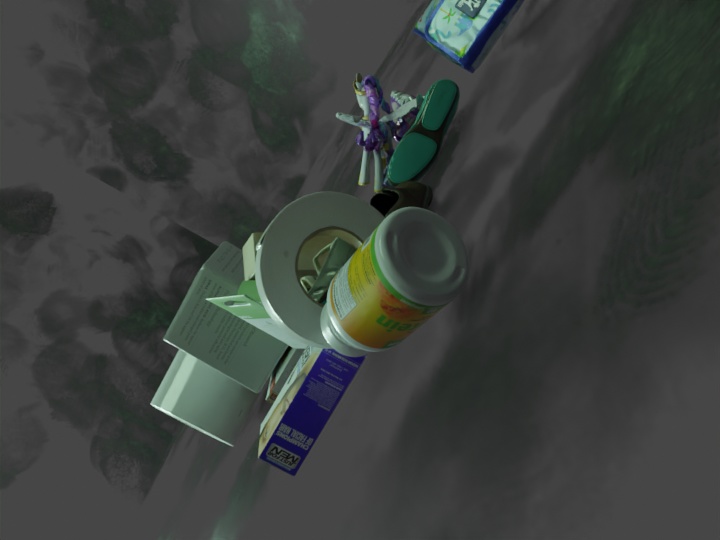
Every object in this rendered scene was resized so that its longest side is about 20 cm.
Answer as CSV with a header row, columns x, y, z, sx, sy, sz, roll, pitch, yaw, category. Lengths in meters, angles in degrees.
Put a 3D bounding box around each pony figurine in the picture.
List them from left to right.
x,y,z,sx,sy,sz,roll,pitch,yaw,category
0.030,-0.245,1.384,0.193,0.165,0.202,-140,40,-69,pony figurine

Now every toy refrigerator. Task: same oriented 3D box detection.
x,y,z,sx,sy,sz,roll,pitch,yaw,category
-0.086,-0.023,1.280,0.076,0.198,0.071,140,126,-63,toy refrigerator

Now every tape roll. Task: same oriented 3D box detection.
x,y,z,sx,sy,sz,roll,pitch,yaw,category
-0.327,0.268,1.672,0.140,0.201,0.203,-63,11,-16,tape roll
-0.038,-0.001,1.015,0.204,0.201,0.037,-64,11,-18,tape roll

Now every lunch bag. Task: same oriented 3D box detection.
x,y,z,sx,sy,sz,roll,pitch,yaw,category
0.187,-0.418,1.269,0.171,0.127,0.200,-55,25,16,lunch bag

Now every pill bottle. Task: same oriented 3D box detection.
x,y,z,sx,sy,sz,roll,pitch,yaw,category
0.028,0.024,0.888,0.200,0.110,0.112,-47,18,53,pill bottle

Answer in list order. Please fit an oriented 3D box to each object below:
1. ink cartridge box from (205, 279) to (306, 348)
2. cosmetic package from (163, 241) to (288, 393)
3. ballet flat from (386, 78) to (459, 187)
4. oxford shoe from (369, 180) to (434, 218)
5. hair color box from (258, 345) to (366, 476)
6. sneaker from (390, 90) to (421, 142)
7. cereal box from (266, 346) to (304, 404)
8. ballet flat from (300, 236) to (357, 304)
x,y,z,sx,sy,sz,roll,pitch,yaw,category
-0.131,0.059,1.233,0.103,0.199,0.060,-4,60,44,ink cartridge box
-0.219,0.082,1.442,0.166,0.199,0.165,-58,6,19,cosmetic package
0.108,-0.215,1.286,0.202,0.067,0.070,-62,-13,-6,ballet flat
0.057,-0.099,1.139,0.073,0.084,0.200,-59,10,17,oxford shoe
-0.070,0.171,1.100,0.201,0.064,0.109,-61,11,10,hair color box
0.087,-0.292,1.516,0.200,0.080,0.089,-109,42,-74,sneaker
-0.103,0.130,1.412,0.201,0.039,0.144,-58,10,15,cereal box
-0.053,0.017,1.124,0.067,0.064,0.200,-24,-24,-54,ballet flat
